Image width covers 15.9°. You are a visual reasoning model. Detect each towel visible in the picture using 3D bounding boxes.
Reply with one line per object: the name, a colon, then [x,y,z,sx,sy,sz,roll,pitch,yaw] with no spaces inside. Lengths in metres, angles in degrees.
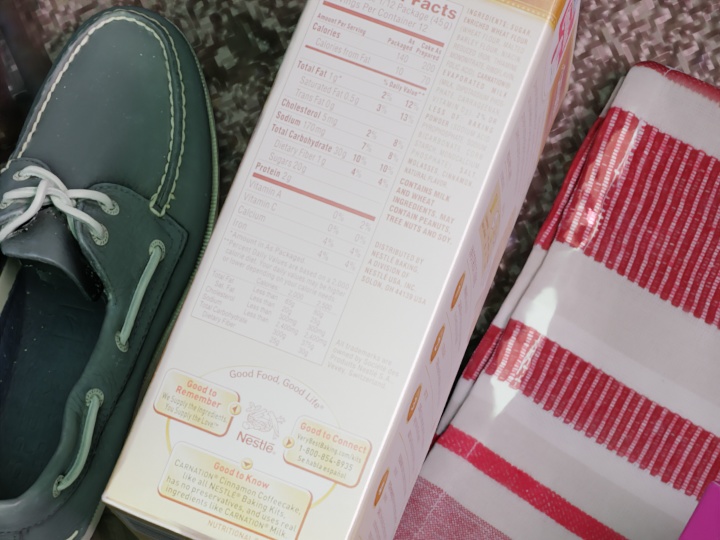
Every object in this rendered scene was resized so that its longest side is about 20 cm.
towel: [0.096,0.042,0.819,0.144,0.023,0.201,29,90,37]

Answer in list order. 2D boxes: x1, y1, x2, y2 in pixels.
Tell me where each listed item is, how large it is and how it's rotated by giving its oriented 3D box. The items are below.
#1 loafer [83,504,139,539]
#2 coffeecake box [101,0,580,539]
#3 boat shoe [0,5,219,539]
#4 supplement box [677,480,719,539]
loafer: [-0.137,0.134,0.853,0.199,0.068,0.076,-20,66,-11]
coffeecake box: [0.000,0.000,0.784,0.073,0.154,0.201,20,78,7]
boat shoe: [-0.092,-0.002,0.838,0.072,0.062,0.201,12,71,6]
supplement box: [0.171,0.157,0.754,0.199,0.103,0.102,29,91,-27]
